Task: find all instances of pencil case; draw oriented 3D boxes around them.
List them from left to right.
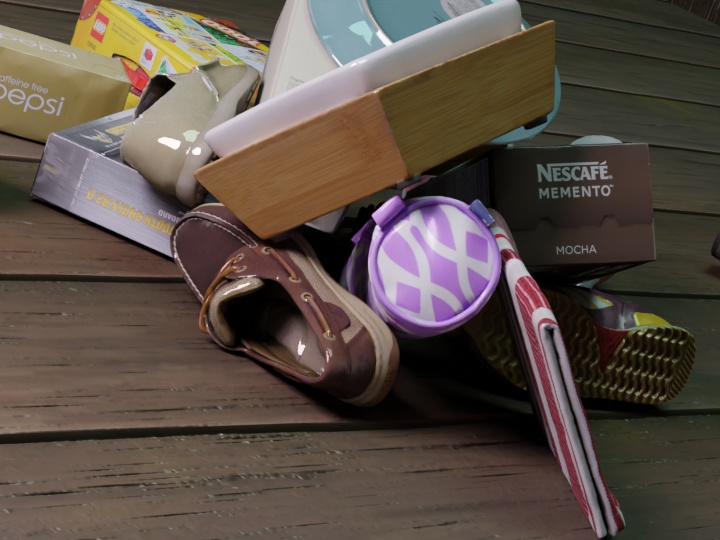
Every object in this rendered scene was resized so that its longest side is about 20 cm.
[{"bbox_3d":[0.033,-0.001,1.408,0.085,0.084,0.200,41,-7,0],"label":"pencil case"}]

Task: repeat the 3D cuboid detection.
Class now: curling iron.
[{"bbox_3d":[0.000,0.000,1.572,0.025,0.050,0.200,19,21,-2],"label":"curling iron"}]

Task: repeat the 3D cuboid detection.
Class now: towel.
[{"bbox_3d":[0.112,0.057,1.353,0.023,0.145,0.200,-19,20,-1],"label":"towel"}]

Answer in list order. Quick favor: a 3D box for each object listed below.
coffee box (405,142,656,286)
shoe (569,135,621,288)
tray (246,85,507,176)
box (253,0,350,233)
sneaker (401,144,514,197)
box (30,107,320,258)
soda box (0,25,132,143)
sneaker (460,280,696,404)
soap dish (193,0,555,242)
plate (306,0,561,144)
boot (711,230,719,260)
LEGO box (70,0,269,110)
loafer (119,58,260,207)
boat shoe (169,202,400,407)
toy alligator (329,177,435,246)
[{"bbox_3d":[0.112,-0.032,1.548,0.112,0.081,0.200,-2,-6,-16],"label":"coffee box"},{"bbox_3d":[0.168,-0.011,1.764,0.071,0.092,0.201,8,42,17],"label":"shoe"},{"bbox_3d":[0.002,-0.104,1.669,0.198,0.037,0.099,6,18,-8],"label":"tray"},{"bbox_3d":[-0.028,-0.122,1.569,0.082,0.069,0.201,22,40,-8],"label":"box"},{"bbox_3d":[0.086,-0.068,1.786,0.075,0.105,0.200,17,17,-17],"label":"sneaker"},{"bbox_3d":[-0.119,-0.058,1.593,0.157,0.049,0.200,23,15,10],"label":"box"},{"bbox_3d":[-0.271,-0.143,1.663,0.198,0.064,0.068,14,16,-18],"label":"soda box"},{"bbox_3d":[0.131,0.044,1.545,0.199,0.076,0.090,17,6,-37],"label":"sneaker"},{"bbox_3d":[0.017,-0.092,1.398,0.157,0.082,0.199,-21,3,40],"label":"soap dish"},{"bbox_3d":[0.057,-0.167,1.597,0.199,0.026,0.201,18,41,-16],"label":"plate"},{"bbox_3d":[0.417,0.003,2.065,0.173,0.070,0.200,31,22,18],"label":"boot"},{"bbox_3d":[-0.124,-0.144,1.825,0.148,0.078,0.200,8,20,-40],"label":"LEGO box"},{"bbox_3d":[-0.115,-0.104,1.521,0.068,0.076,0.200,25,16,-4],"label":"loafer"},{"bbox_3d":[-0.062,0.017,1.381,0.072,0.073,0.200,5,28,-46],"label":"boat shoe"},{"bbox_3d":[0.074,-0.051,1.695,0.198,0.060,0.055,-3,45,-3],"label":"toy alligator"}]
